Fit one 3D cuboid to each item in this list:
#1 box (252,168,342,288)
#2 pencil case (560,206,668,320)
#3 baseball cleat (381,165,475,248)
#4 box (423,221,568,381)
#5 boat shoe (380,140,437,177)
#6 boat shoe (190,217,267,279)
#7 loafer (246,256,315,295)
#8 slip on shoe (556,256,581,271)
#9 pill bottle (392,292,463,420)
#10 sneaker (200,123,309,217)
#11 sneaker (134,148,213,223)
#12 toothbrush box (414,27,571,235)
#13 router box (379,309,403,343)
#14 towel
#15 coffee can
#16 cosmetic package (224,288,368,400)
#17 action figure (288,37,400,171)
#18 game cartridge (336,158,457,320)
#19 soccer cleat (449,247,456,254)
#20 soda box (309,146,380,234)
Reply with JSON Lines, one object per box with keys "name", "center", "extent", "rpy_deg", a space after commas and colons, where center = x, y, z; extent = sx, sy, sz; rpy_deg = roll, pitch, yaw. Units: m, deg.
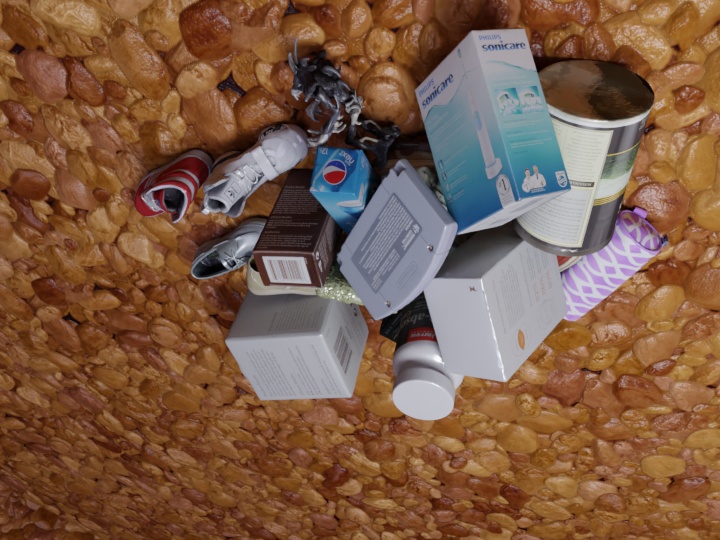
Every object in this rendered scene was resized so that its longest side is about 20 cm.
{"name": "box", "center": [-0.084, -0.068, 0.997], "extent": [0.097, 0.203, 0.076], "rpy_deg": [2, 136, 16]}
{"name": "pencil case", "center": [0.362, -0.008, 0.991], "extent": [0.082, 0.087, 0.201], "rpy_deg": [25, 134, -13]}
{"name": "baseball cleat", "center": [0.098, -0.094, 0.962], "extent": [0.104, 0.071, 0.200], "rpy_deg": [5, 156, 36]}
{"name": "box", "center": [0.197, 0.036, 0.937], "extent": [0.105, 0.198, 0.156], "rpy_deg": [1, 115, 45]}
{"name": "boat shoe", "center": [0.124, -0.162, 0.936], "extent": [0.194, 0.067, 0.072], "rpy_deg": [0, 165, 23]}
{"name": "boat shoe", "center": [-0.228, -0.029, 1.170], "extent": [0.197, 0.073, 0.070], "rpy_deg": [-20, 125, 31]}
{"name": "loafer", "center": [-0.111, -0.002, 1.132], "extent": [0.194, 0.077, 0.069], "rpy_deg": [-10, 148, 6]}
{"name": "slip on shoe", "center": [0.292, -0.038, 0.999], "extent": [0.061, 0.075, 0.199], "rpy_deg": [36, 137, -14]}
{"name": "pill bottle", "center": [0.111, 0.121, 1.020], "extent": [0.112, 0.203, 0.118], "rpy_deg": [8, 135, 8]}
{"name": "sneaker", "center": [-0.167, -0.148, 1.009], "extent": [0.196, 0.117, 0.076], "rpy_deg": [-17, 126, 30]}
{"name": "sneaker", "center": [-0.334, -0.120, 1.090], "extent": [0.197, 0.114, 0.071], "rpy_deg": [-26, 121, 35]}
{"name": "toothbrush box", "center": [0.156, -0.166, 0.801], "extent": [0.083, 0.206, 0.146], "rpy_deg": [-12, 172, -25]}
{"name": "router box", "center": [0.142, 0.073, 1.153], "extent": [0.147, 0.063, 0.201], "rpy_deg": [29, 134, -9]}
{"name": "towel", "center": [0.000, 0.000, 1.041], "extent": [0.144, 0.201, 0.037], "rpy_deg": [13, 115, -2]}
{"name": "coffee can", "center": [0.280, -0.143, 0.847], "extent": [0.142, 0.148, 0.204], "rpy_deg": [8, 134, 10]}
{"name": "cosmetic package", "center": [-0.111, 0.120, 1.206], "extent": [0.194, 0.169, 0.170], "rpy_deg": [-5, 131, 21]}
{"name": "action figure", "center": [-0.039, -0.220, 0.904], "extent": [0.198, 0.121, 0.101], "rpy_deg": [37, 127, -25]}
{"name": "game cartridge", "center": [0.047, -0.031, 0.885], "extent": [0.135, 0.040, 0.201], "rpy_deg": [56, 135, 22]}
{"name": "soccer cleat", "center": [0.131, -0.053, 1.042], "extent": [0.195, 0.068, 0.083], "rpy_deg": [19, 123, 0]}
{"name": "soda box", "center": [-0.010, -0.108, 0.948], "extent": [0.066, 0.066, 0.200], "rpy_deg": [7, 169, 16]}
